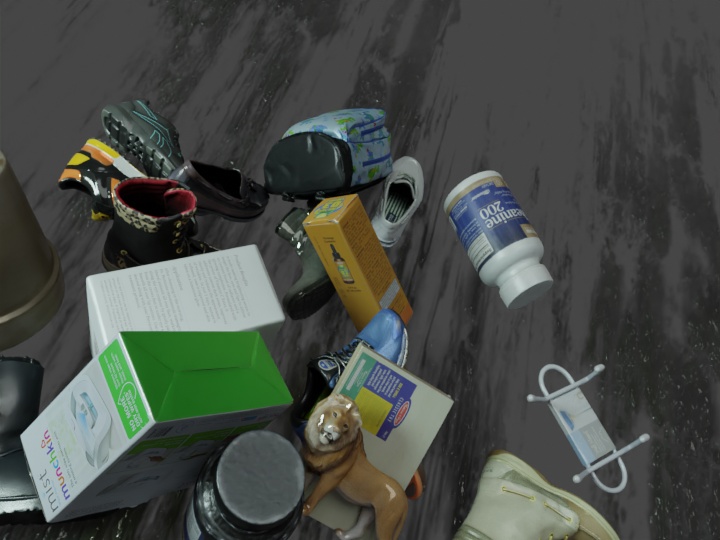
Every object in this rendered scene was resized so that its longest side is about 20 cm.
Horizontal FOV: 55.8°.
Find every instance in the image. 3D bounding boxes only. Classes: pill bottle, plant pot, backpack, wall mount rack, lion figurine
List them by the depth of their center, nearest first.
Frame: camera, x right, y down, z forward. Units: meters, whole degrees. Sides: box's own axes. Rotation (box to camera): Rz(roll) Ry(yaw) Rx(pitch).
[{"bbox_3d":[-0.119,0.239,0.692,0.109,0.201,0.114,10,55,-15],"label":"pill bottle"},{"bbox_3d":[-0.432,-0.039,0.731,0.194,0.177,0.202,7,38,-6],"label":"plant pot"},{"bbox_3d":[-0.003,0.237,0.757,0.123,0.072,0.200,-47,113,-10],"label":"lion figurine"},{"bbox_3d":[0.312,0.220,0.965,0.170,0.075,0.203,-15,64,-30],"label":"wall mount rack"},{"bbox_3d":[-0.030,-0.177,1.029,0.198,0.160,0.159,-3,93,-52],"label":"backpack"},{"bbox_3d":[0.221,-0.047,1.079,0.109,0.112,0.203,-13,64,-28],"label":"pill bottle"}]

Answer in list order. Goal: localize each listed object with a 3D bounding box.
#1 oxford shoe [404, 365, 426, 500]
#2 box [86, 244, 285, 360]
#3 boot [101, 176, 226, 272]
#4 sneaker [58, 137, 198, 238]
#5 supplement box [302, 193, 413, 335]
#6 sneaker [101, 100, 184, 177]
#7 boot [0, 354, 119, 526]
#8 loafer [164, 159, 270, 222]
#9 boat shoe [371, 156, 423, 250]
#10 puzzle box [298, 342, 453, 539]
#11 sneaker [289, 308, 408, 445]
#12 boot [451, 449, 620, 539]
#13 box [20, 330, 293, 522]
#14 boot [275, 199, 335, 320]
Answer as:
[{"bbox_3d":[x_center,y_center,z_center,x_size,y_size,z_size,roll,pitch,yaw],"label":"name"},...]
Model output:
[{"bbox_3d":[0.057,0.191,0.882,0.071,0.072,0.204,0,58,-27],"label":"oxford shoe"},{"bbox_3d":[-0.208,0.071,0.797,0.196,0.153,0.108,-12,62,-29],"label":"box"},{"bbox_3d":[-0.226,-0.038,0.861,0.195,0.152,0.075,14,53,-13],"label":"boot"},{"bbox_3d":[-0.314,-0.088,0.920,0.198,0.070,0.091,36,68,3],"label":"sneaker"},{"bbox_3d":[0.000,0.000,0.915,0.069,0.065,0.203,-53,128,-37],"label":"supplement box"},{"bbox_3d":[-0.286,-0.177,0.977,0.200,0.076,0.079,47,51,11],"label":"sneaker"},{"bbox_3d":[-0.349,0.174,0.717,0.194,0.077,0.172,2,61,-14],"label":"boot"},{"bbox_3d":[-0.184,-0.112,0.934,0.073,0.063,0.198,54,26,17],"label":"loafer"},{"bbox_3d":[0.069,-0.121,1.093,0.072,0.067,0.203,22,53,-7],"label":"boat shoe"},{"bbox_3d":[0.007,0.205,0.794,0.131,0.025,0.203,30,90,-9],"label":"puzzle box"},{"bbox_3d":[-0.014,0.128,0.835,0.078,0.090,0.202,20,67,43],"label":"sneaker"},{"bbox_3d":[0.218,0.342,0.848,0.197,0.073,0.155,33,51,8],"label":"boot"},{"bbox_3d":[-0.197,0.152,0.685,0.198,0.176,0.098,7,47,-58],"label":"box"},{"bbox_3d":[-0.078,-0.022,0.978,0.130,0.068,0.199,37,46,13],"label":"boot"}]
